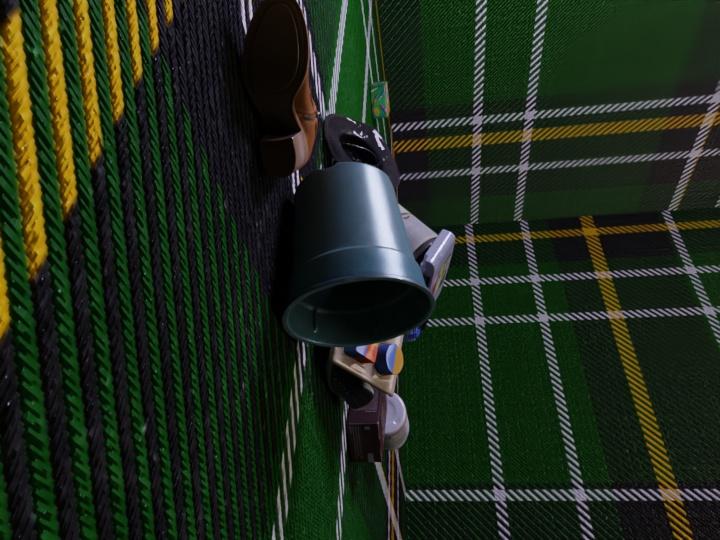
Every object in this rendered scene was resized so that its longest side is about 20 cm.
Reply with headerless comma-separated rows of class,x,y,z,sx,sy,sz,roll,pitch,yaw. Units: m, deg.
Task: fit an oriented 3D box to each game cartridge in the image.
game cartridge,0.158,0.015,1.207,0.201,0.040,0.134,97,20,-45

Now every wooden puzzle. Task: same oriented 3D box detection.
wooden puzzle,0.031,0.099,0.949,0.200,0.046,0.187,42,51,-44

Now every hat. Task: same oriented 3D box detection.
hat,-0.012,-0.220,1.121,0.081,0.199,0.202,-46,-152,39

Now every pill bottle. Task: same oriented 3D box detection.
pill bottle,0.069,0.396,1.429,0.201,0.112,0.115,76,13,-59

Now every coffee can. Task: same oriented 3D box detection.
coffee can,0.090,-0.067,1.302,0.200,0.146,0.147,43,-18,30

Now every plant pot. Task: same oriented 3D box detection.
plant pot,-0.012,-0.025,0.752,0.201,0.197,0.198,74,7,-60

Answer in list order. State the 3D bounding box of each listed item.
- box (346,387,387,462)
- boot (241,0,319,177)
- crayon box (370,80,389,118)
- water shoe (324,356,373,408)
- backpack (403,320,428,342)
box,0.018,0.323,1.230,0.200,0.074,0.101,-78,164,-69
boot,-0.087,-0.226,0.668,0.155,0.073,0.202,-76,173,-62
crayon box,0.077,-0.667,2.144,0.200,0.057,0.120,-77,162,-66
water shoe,-0.031,0.183,1.002,0.079,0.071,0.201,55,-11,38
backpack,0.081,0.063,1.402,0.135,0.180,0.202,-50,141,-56
